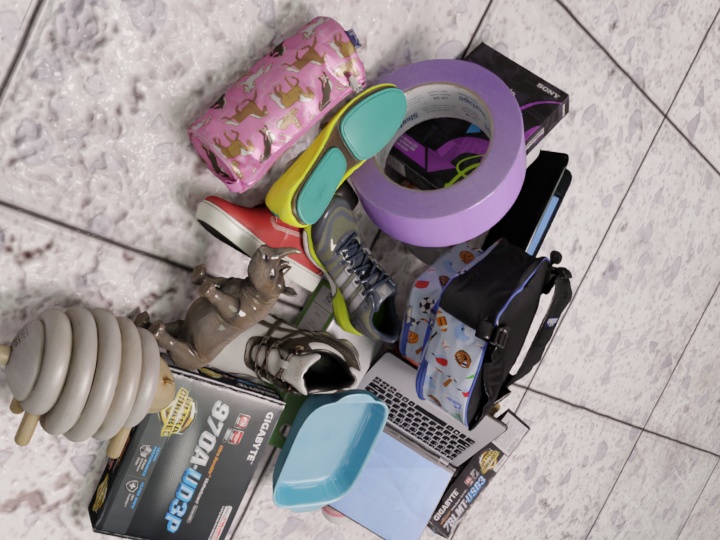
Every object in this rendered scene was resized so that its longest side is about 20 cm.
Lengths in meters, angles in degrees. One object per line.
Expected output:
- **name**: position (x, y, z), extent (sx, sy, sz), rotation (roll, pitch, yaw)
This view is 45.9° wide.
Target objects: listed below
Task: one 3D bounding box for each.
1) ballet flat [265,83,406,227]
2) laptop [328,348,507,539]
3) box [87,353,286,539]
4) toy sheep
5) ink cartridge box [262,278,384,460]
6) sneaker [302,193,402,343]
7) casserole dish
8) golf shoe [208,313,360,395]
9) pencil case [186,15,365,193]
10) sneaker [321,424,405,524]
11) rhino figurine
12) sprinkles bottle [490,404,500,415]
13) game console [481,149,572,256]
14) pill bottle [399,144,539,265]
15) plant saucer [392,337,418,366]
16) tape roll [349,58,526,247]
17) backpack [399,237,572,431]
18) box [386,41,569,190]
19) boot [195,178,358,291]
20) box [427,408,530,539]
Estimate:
- **ballet flat**: position (-0.030, -0.127, 0.888), extent (0.201, 0.066, 0.067), rotation (-52, 132, -24)
- **laptop**: position (0.051, 0.236, 1.087), extent (0.200, 0.185, 0.117), rotation (-50, -169, 45)
- **box**: position (-0.195, 0.210, 0.958), extent (0.157, 0.046, 0.203), rotation (22, 96, -31)
- **toy sheep**: position (-0.265, 0.100, 0.807), extent (0.197, 0.137, 0.140), rotation (16, 101, -39)
- **ink cartridge box**: position (-0.054, 0.124, 1.056), extent (0.103, 0.059, 0.202), rotation (32, 89, -45)
- **sneaker**: position (0.000, 0.000, 0.944), extent (0.074, 0.080, 0.202), rotation (-45, 133, -24)
- **casserole dish**: position (-0.042, 0.212, 1.028), extent (0.119, 0.039, 0.203), rotation (3, 125, -32)
- **golf shoe**: position (-0.090, 0.092, 0.945), extent (0.195, 0.094, 0.080), rotation (9, 97, -12)
- **pencil case**: position (-0.082, -0.167, 0.858), extent (0.200, 0.086, 0.083), rotation (-44, 128, -15)
- **sneaker**: position (0.014, 0.251, 1.177), extent (0.199, 0.075, 0.106), rotation (-35, 130, -27)
- **rhino figurine**: position (-0.137, 0.033, 0.878), extent (0.198, 0.060, 0.087), rotation (-36, 129, 17)
- **sprinkles bottle**: position (0.128, 0.263, 1.288), extent (0.201, 0.068, 0.068), rotation (-50, 135, -10)
- **game console**: position (0.249, -0.057, 1.195), extent (0.174, 0.116, 0.203), rotation (20, 98, -45)
- **pill bottle**: position (0.130, -0.110, 1.063), extent (0.200, 0.111, 0.113), rotation (-44, 134, -16)
- **plant saucer**: position (0.114, 0.105, 1.181), extent (0.202, 0.036, 0.201), rotation (-57, 140, -30)
- **tape roll**: position (0.082, -0.131, 0.939), extent (0.201, 0.199, 0.066), rotation (-48, 153, -10)
- **backpack**: position (0.129, 0.074, 0.982), extent (0.199, 0.152, 0.194), rotation (-30, 136, -45)
- **box**: position (0.133, -0.171, 1.011), extent (0.200, 0.142, 0.036), rotation (-44, 153, -16)
- **boot**: position (-0.082, -0.075, 0.923), extent (0.199, 0.072, 0.146), rotation (29, 91, -54)
- **box**: position (0.167, 0.310, 1.292), extent (0.199, 0.049, 0.200), rotation (-48, 170, -11)
